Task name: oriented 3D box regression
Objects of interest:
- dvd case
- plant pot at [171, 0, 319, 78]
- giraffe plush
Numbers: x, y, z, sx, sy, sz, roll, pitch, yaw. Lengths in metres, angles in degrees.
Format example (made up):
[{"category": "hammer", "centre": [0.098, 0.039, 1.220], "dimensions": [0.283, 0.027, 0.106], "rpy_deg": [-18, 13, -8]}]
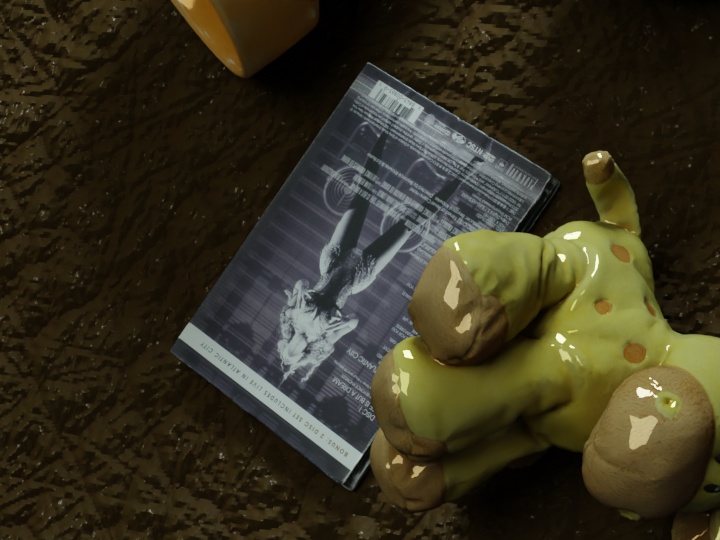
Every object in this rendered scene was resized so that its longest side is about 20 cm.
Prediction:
[{"category": "dvd case", "centre": [0.000, 0.000, 1.239], "dimensions": [0.148, 0.016, 0.200], "rpy_deg": [34, 89, 35]}, {"category": "plant pot", "centre": [-0.049, -0.243, 1.275], "dimensions": [0.183, 0.200, 0.200], "rpy_deg": [-36, 55, -6]}, {"category": "giraffe plush", "centre": [0.123, 0.062, 1.078], "dimensions": [0.200, 0.173, 0.162], "rpy_deg": [-36, 60, -29]}]
